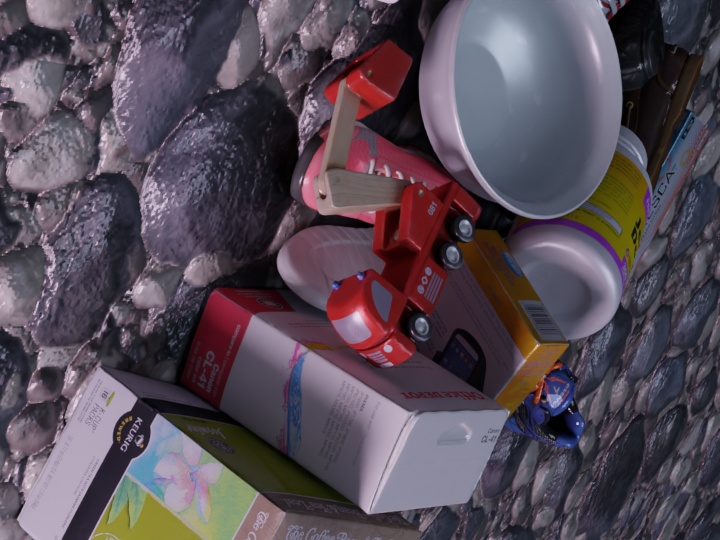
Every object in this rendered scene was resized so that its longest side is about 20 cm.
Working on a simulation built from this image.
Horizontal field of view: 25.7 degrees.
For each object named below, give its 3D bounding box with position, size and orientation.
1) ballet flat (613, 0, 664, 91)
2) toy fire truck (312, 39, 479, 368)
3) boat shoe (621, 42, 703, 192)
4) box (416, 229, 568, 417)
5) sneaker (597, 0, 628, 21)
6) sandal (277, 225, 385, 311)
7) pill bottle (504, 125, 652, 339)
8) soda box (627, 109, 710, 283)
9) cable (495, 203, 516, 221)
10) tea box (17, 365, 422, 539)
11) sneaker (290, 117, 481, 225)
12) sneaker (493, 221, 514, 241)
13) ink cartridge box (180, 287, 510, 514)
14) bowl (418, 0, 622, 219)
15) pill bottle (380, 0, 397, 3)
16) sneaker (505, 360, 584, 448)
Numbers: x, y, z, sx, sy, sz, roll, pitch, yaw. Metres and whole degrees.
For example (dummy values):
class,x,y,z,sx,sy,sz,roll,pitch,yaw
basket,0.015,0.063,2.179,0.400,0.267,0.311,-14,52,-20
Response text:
class,x,y,z,sx,sy,sz,roll,pitch,yaw
ballet flat,0.237,-0.203,1.387,0.200,0.056,0.067,-49,131,-67
toy fire truck,0.013,-0.048,1.126,0.141,0.049,0.201,40,56,-22
boat shoe,0.257,-0.119,1.485,0.070,0.070,0.202,50,61,-77
box,0.072,0.079,1.247,0.041,0.120,0.201,0,137,-39
sneaker,0.218,-0.242,1.297,0.071,0.112,0.202,32,86,-39
sandal,0.004,0.006,1.256,0.201,0.083,0.050,-9,150,-50
pill bottle,0.183,-0.041,1.305,0.201,0.103,0.105,-61,158,-48
soda box,0.263,-0.071,1.554,0.068,0.063,0.202,25,93,-58
cable,0.168,-0.121,1.394,0.199,0.051,0.165,15,102,-57
tea box,-0.097,0.185,1.135,0.199,0.196,0.135,23,96,-57
sneaker,0.027,-0.066,1.209,0.199,0.086,0.075,6,110,-55
sneaker,0.155,-0.006,1.396,0.197,0.061,0.104,-10,158,-11
ink cartridge box,-0.012,0.092,1.174,0.147,0.199,0.086,6,112,-55
bowl,0.109,-0.140,1.229,0.199,0.090,0.204,1,89,-43
pill bottle,0.047,-0.283,1.043,0.201,0.108,0.109,-56,148,-6
sneaker,0.150,0.085,1.362,0.076,0.078,0.201,-49,141,-13
